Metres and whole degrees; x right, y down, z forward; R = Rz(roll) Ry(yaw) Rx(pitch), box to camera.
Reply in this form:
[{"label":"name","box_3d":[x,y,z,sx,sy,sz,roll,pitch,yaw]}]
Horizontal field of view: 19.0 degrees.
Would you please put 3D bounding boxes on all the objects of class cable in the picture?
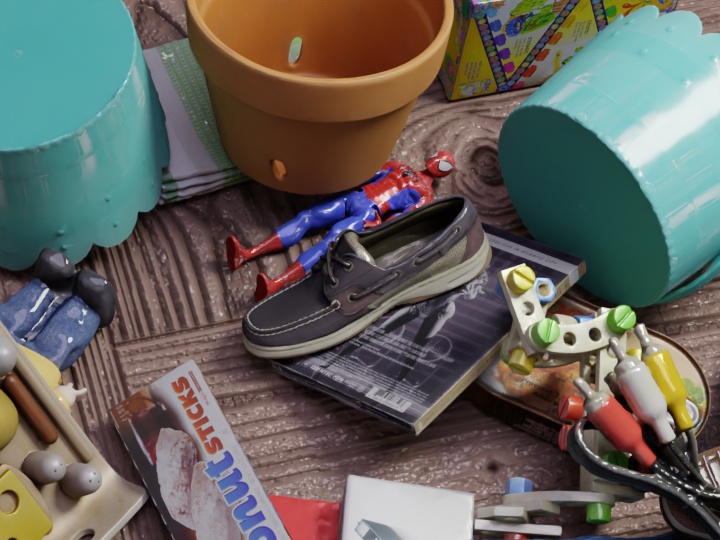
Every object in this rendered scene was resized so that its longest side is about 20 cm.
[{"label":"cable","box_3d":[0.217,0.137,1.446,0.097,0.050,0.200,-37,81,-25]}]

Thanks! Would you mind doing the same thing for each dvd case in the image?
[{"label":"dvd case","box_3d":[0.050,0.033,1.590,0.148,0.016,0.200,21,51,40]}]

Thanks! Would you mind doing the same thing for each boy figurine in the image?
[{"label":"boy figurine","box_3d":[-0.261,0.074,1.526,0.124,0.065,0.200,32,55,10]}]

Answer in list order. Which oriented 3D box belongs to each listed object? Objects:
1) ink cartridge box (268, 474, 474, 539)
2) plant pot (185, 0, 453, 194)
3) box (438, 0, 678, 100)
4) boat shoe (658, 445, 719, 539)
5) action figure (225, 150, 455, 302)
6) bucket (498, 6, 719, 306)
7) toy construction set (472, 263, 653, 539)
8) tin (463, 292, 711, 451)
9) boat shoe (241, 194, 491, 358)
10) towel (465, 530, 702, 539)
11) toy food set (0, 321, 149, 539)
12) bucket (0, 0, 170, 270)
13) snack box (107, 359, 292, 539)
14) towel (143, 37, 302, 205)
[{"label":"ink cartridge box","box_3d":[-0.015,0.236,1.460,0.175,0.045,0.201,8,54,-4]},{"label":"plant pot","box_3d":[-0.037,-0.154,1.628,0.198,0.141,0.201,5,45,-5]},{"label":"box","box_3d":[0.138,-0.269,1.786,0.191,0.122,0.201,-11,58,-17]},{"label":"boat shoe","box_3d":[0.296,0.164,1.533,0.201,0.075,0.075,-5,64,-22]},{"label":"action figure","box_3d":[-0.007,-0.044,1.656,0.199,0.052,0.065,-28,58,-27]},{"label":"bucket","box_3d":[0.211,-0.081,1.614,0.134,0.208,0.207,-36,67,-24]},{"label":"toy construction set","box_3d":[0.144,0.102,1.507,0.130,0.092,0.202,10,85,-19]},{"label":"tin","box_3d":[0.162,0.079,1.599,0.199,0.042,0.112,24,59,10]},{"label":"boat shoe","box_3d":[0.000,0.000,1.584,0.199,0.065,0.072,-22,37,-6]},{"label":"towel","box_3d":[0.167,0.215,1.447,0.198,0.049,0.112,3,19,-24]},{"label":"toy food set","box_3d":[-0.244,0.123,1.441,0.144,0.060,0.201,-46,113,-31]},{"label":"bucket","box_3d":[-0.244,-0.120,1.600,0.205,0.135,0.209,-2,56,3]},{"label":"snack box","box_3d":[-0.104,0.158,1.492,0.072,0.024,0.201,-30,58,-3]},{"label":"towel","box_3d":[-0.099,-0.138,1.716,0.199,0.031,0.150,-18,60,-19]}]
